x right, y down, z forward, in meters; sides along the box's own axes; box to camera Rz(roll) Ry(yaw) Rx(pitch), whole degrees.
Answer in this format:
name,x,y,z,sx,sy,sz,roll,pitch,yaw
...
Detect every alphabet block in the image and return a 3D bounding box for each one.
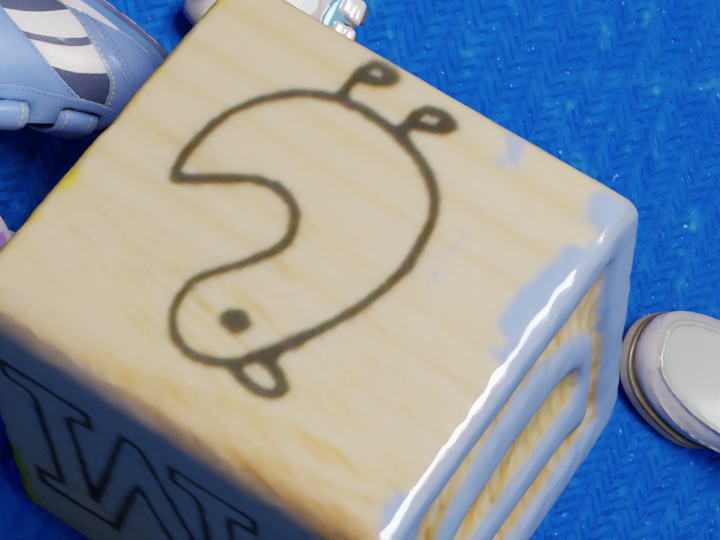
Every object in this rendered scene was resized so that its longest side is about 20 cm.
name,x,y,z,sx,sy,sz,roll,pitch,yaw
alphabet block,-0.019,0.038,1.067,0.196,0.199,0.197,-52,161,-25

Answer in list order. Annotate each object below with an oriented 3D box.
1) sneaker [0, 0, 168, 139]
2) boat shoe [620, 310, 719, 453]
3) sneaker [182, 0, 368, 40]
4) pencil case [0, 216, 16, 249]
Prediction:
name,x,y,z,sx,sy,sz,roll,pitch,yaw
sneaker,-0.148,-0.090,1.104,0.200,0.074,0.083,36,74,-27
boat shoe,0.226,0.077,1.404,0.199,0.068,0.075,29,73,-35
sneaker,-0.021,-0.183,1.203,0.086,0.075,0.201,33,71,-28
pencil case,-0.213,-0.043,1.041,0.200,0.085,0.084,49,64,-27
